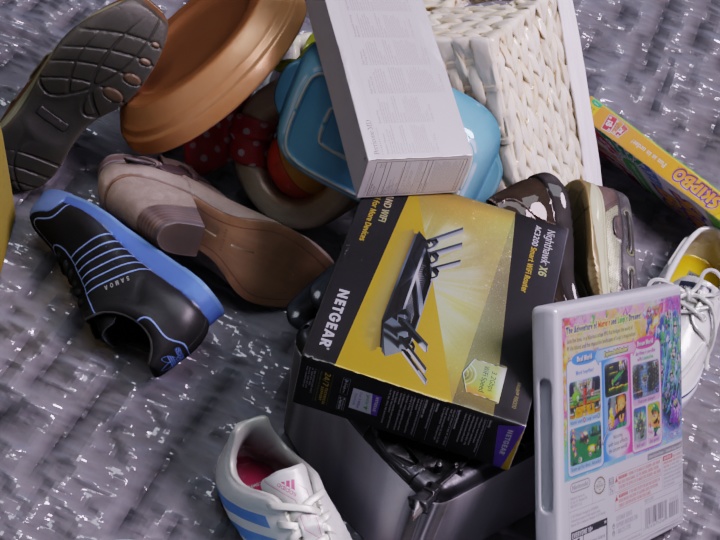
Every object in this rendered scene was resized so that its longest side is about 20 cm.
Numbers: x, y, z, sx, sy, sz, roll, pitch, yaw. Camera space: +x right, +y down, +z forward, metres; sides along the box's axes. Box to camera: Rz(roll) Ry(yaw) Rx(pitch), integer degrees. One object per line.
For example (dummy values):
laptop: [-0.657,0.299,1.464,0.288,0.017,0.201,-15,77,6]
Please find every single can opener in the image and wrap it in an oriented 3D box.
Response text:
can opener: [0.000,0.000,1.179,0.079,0.063,0.200,45,25,7]

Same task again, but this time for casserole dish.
casserole dish: [0.018,-0.103,1.191,0.199,0.122,0.039,26,30,2]

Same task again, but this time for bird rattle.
bird rattle: [-0.066,-0.114,1.270,0.164,0.199,0.112,66,21,6]

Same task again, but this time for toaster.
toaster: [0.052,0.106,1.099,0.199,0.119,0.181,-23,55,-31]

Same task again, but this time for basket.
basket: [0.108,-0.131,1.258,0.135,0.202,0.123,5,32,37]

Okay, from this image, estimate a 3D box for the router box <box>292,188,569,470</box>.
router box: [0.054,0.029,1.053,0.156,0.052,0.201,17,45,2]

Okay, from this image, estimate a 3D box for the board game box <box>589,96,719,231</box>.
board game box: [0.284,-0.079,1.353,0.200,0.096,0.030,39,89,25]

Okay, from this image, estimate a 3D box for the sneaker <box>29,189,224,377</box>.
sneaker: [-0.202,0.008,1.170,0.199,0.070,0.078,30,67,28]

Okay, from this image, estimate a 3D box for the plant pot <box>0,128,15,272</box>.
plant pot: [-0.368,-0.063,1.108,0.193,0.201,0.195,7,45,-7]

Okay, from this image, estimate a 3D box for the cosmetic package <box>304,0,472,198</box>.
cosmetic package: [0.017,-0.149,1.125,0.082,0.051,0.201,-2,57,-18]

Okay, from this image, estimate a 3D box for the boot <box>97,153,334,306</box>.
boot: [-0.123,-0.043,1.237,0.199,0.071,0.146,21,15,-33]

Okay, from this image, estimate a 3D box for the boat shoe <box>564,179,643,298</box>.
boat shoe: [0.201,0.026,1.204,0.065,0.072,0.203,2,76,-22]

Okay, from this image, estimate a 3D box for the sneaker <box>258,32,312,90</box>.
sneaker: [-0.010,-0.144,1.346,0.199,0.089,0.081,33,48,18]

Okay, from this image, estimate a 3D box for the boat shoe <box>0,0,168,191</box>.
boat shoe: [-0.244,-0.157,1.252,0.076,0.200,0.074,41,15,-27]

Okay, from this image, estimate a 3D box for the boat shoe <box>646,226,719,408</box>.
boat shoe: [0.273,0.031,1.245,0.074,0.087,0.202,25,46,12]

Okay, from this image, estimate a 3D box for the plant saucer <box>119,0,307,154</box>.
plant saucer: [-0.132,-0.183,1.254,0.037,0.199,0.201,46,36,-29]

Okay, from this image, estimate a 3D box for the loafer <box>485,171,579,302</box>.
loafer: [0.132,0.026,1.177,0.071,0.073,0.202,-7,87,-19]

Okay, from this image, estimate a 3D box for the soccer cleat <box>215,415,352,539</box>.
soccer cleat: [-0.041,0.187,1.023,0.069,0.087,0.200,-21,55,-29]

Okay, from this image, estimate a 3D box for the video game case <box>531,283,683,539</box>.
video game case: [0.179,0.108,1.054,0.024,0.184,0.199,1,4,36]
